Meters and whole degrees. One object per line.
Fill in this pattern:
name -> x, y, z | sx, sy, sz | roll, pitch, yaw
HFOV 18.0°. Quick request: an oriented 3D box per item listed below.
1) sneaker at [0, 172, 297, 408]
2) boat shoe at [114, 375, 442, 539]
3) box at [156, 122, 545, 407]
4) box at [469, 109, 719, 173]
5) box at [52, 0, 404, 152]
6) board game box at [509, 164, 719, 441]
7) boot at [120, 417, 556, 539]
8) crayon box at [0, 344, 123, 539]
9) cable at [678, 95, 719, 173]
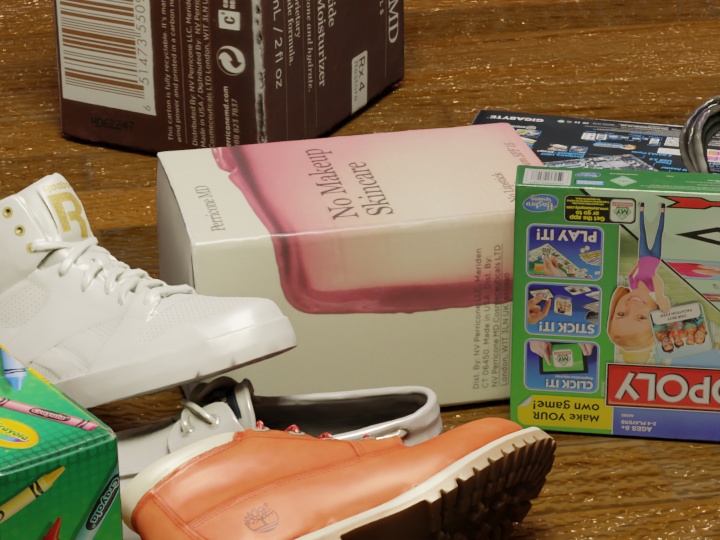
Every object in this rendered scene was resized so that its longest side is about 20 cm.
sneaker -> -0.128, 0.007, 1.087 | 0.199, 0.116, 0.074 | -11, -2, 28
boat shoe -> -0.059, 0.083, 1.055 | 0.199, 0.066, 0.072 | 0, 25, 1
box -> 0.000, 0.000, 1.184 | 0.199, 0.109, 0.128 | -6, 25, -12
box -> 0.149, -0.042, 1.348 | 0.199, 0.046, 0.159 | 6, 26, 13
box -> -0.086, -0.184, 1.518 | 0.164, 0.167, 0.200 | 11, 28, 26
board game box -> 0.174, 0.019, 1.110 | 0.199, 0.135, 0.029 | 3, 24, 8
boot -> -0.008, 0.095, 0.993 | 0.200, 0.075, 0.107 | -19, 46, -34
crayon box -> -0.175, 0.092, 0.975 | 0.058, 0.119, 0.200 | -17, 30, -33
cable -> 0.181, -0.026, 1.219 | 0.097, 0.050, 0.200 | 1, 53, 41
